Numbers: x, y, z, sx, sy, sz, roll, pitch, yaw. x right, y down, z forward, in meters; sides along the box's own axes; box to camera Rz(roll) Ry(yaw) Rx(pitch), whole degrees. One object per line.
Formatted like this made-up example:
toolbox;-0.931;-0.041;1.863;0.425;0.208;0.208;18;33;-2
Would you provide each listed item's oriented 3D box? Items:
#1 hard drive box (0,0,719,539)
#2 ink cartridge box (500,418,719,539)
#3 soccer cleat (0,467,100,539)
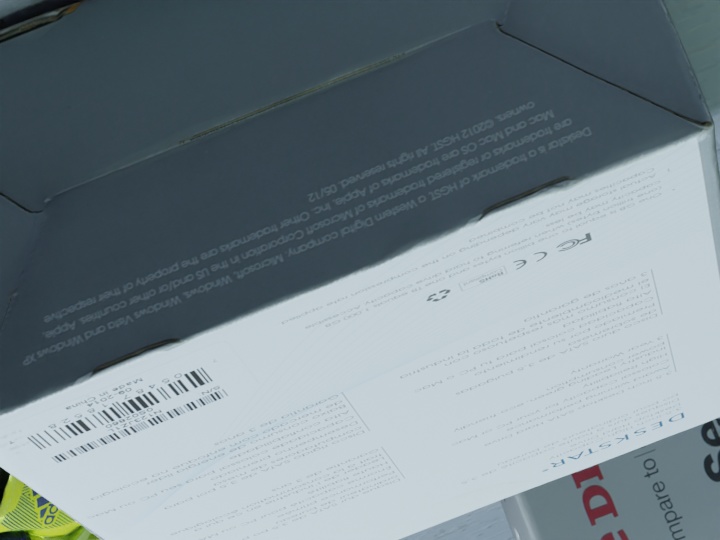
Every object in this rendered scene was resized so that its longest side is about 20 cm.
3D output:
hard drive box;0.000;0.000;0.570;0.156;0.077;0.200;-21;160;3
ink cartridge box;0.145;0.060;0.762;0.200;0.145;0.088;-20;160;0
soccer cleat;-0.079;0.066;0.684;0.200;0.065;0.084;-9;156;-27
